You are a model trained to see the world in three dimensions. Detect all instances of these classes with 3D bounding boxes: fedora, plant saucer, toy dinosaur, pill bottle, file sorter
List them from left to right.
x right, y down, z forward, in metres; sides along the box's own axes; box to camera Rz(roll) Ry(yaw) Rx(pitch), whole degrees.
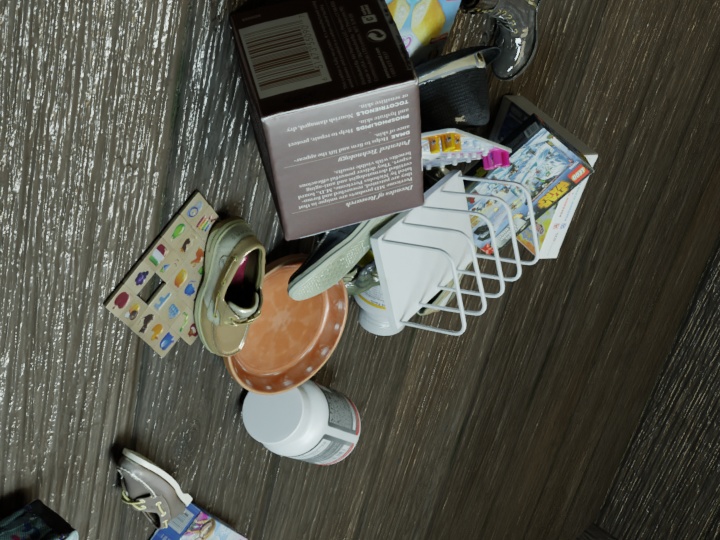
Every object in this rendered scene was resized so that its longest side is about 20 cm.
[{"bbox_3d":[-0.102,0.070,1.643,0.200,0.032,0.201,-23,127,-35],"label":"plant saucer"},{"bbox_3d":[-0.085,0.215,1.787,0.116,0.116,0.200,-57,154,-1],"label":"pill bottle"},{"bbox_3d":[0.000,0.000,1.702,0.047,0.200,0.088,-92,173,-58],"label":"toy dinosaur"},{"bbox_3d":[0.045,-0.003,1.786,0.104,0.104,0.200,-34,146,-40],"label":"pill bottle"},{"bbox_3d":[0.107,-0.214,1.572,0.200,0.092,0.201,-21,179,0],"label":"fedora"},{"bbox_3d":[0.130,-0.023,1.630,0.200,0.124,0.139,-40,128,-40],"label":"file sorter"}]

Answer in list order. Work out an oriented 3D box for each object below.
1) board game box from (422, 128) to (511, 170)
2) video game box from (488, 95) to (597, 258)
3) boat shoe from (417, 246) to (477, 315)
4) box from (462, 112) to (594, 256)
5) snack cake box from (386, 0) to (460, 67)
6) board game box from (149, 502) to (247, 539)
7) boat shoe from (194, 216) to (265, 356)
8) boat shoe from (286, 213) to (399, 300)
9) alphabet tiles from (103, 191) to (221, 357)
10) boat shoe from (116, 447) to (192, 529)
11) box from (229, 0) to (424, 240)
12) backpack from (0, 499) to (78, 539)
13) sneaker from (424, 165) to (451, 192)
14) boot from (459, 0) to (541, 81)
[{"bbox_3d":[0.069,-0.141,1.591,0.200,0.200,0.026,6,78,-62],"label":"board game box"},{"bbox_3d":[0.261,-0.146,1.905,0.047,0.200,0.182,-5,125,-32],"label":"video game box"},{"bbox_3d":[0.132,-0.007,1.970,0.068,0.075,0.200,-41,151,-42],"label":"boat shoe"},{"bbox_3d":[0.217,-0.119,1.762,0.200,0.040,0.137,-41,134,19],"label":"box"},{"bbox_3d":[0.035,-0.303,1.477,0.200,0.067,0.115,-21,135,-52],"label":"snack cake box"},{"bbox_3d":[-0.270,0.443,1.799,0.200,0.043,0.199,-53,155,-10],"label":"board game box"},{"bbox_3d":[-0.153,0.033,1.492,0.074,0.066,0.200,-23,136,-33],"label":"boat shoe"},{"bbox_3d":[-0.028,-0.041,1.592,0.200,0.062,0.075,-47,160,-12],"label":"boat shoe"},{"bbox_3d":[-0.210,0.014,1.468,0.167,0.008,0.200,-53,154,-11],"label":"alphabet tiles"},{"bbox_3d":[-0.273,0.284,1.587,0.060,0.072,0.200,-53,160,-16],"label":"boat shoe"},{"bbox_3d":[-0.033,-0.170,1.327,0.164,0.166,0.200,-15,144,-6],"label":"box"},{"bbox_3d":[-0.407,0.377,1.376,0.200,0.151,0.178,-24,140,-42],"label":"backpack"},{"bbox_3d":[0.101,-0.099,1.809,0.086,0.080,0.200,-50,153,-11],"label":"sneaker"},{"bbox_3d":[0.186,-0.360,1.695,0.174,0.069,0.200,-11,121,-53],"label":"boot"}]
